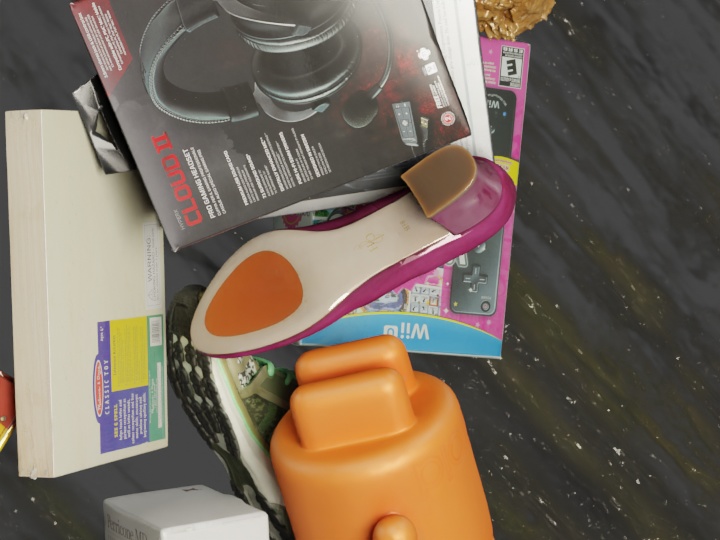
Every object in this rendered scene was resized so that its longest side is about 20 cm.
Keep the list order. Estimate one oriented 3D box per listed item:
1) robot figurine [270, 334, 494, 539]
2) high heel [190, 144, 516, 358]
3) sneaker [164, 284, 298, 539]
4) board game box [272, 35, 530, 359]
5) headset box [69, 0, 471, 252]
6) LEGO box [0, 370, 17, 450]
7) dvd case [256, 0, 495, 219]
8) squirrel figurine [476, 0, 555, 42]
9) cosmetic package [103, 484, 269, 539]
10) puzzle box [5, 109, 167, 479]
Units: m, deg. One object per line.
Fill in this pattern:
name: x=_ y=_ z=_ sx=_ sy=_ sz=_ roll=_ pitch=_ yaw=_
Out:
robot figurine: x=0.015 y=0.139 z=1.151 sx=0.116 sy=0.144 sz=0.201 roll=-30 pitch=119 yaw=-26
high heel: x=0.000 y=0.000 z=1.136 sx=0.199 sy=0.096 sz=0.068 roll=-28 pitch=69 yaw=14
sneaker: x=-0.052 y=0.083 z=1.208 sx=0.088 sy=0.077 sz=0.201 roll=-36 pitch=118 yaw=-22
board game box: x=0.024 y=-0.051 z=1.240 sx=0.147 sy=0.064 sz=0.202 roll=5 pitch=93 yaw=-27
headset box: x=-0.058 y=-0.113 z=1.093 sx=0.199 sy=0.077 sz=0.150 roll=-21 pitch=106 yaw=1
LEGO box: x=-0.297 y=0.110 z=1.073 sx=0.149 sy=0.077 sz=0.201 roll=37 pitch=77 yaw=-26
dvd case: x=-0.028 y=-0.109 z=1.148 sx=0.198 sy=0.025 sz=0.151 roll=-9 pitch=107 yaw=-1
squirrel figurine: x=0.065 y=-0.239 z=1.175 sx=0.186 sy=0.141 sz=0.201 roll=19 pitch=95 yaw=-55
cosmetic package: x=-0.099 y=0.237 z=1.178 sx=0.071 sy=0.101 sz=0.202 roll=-6 pitch=96 yaw=-27
puzzle box: x=-0.153 y=0.010 z=1.123 sx=0.133 sy=0.025 sz=0.202 roll=-6 pitch=95 yaw=-68
